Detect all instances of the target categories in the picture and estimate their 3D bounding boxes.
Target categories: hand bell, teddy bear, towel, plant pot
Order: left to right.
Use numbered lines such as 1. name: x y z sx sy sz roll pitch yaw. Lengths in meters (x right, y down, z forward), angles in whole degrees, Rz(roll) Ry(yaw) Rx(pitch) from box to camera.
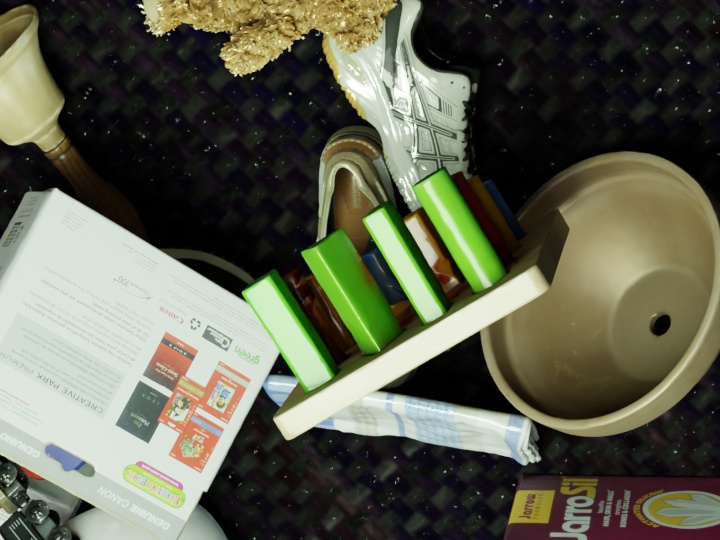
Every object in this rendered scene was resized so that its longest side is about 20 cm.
1. hand bell: -0.216 -0.086 1.645 0.104 0.104 0.200 -30 115 19
2. teddy bear: -0.061 -0.202 1.551 0.199 0.146 0.067 -9 154 17
3. towel: 0.033 0.109 1.636 0.199 0.147 0.024 10 80 8
4. plant pot: 0.189 0.026 1.573 0.201 0.202 0.093 -39 141 21

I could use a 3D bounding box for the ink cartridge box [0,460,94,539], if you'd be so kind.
1. ink cartridge box: -0.314 0.216 1.765 0.144 0.084 0.201 26 113 -1

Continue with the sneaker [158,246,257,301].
1. sneaker: -0.168 0.026 1.644 0.199 0.090 0.070 18 139 -8

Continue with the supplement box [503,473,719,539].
1. supplement box: 0.209 0.220 1.647 0.199 0.131 0.104 0 109 10

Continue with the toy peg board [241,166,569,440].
1. toy peg board: 0.025 -0.001 1.496 0.199 0.199 0.098 -30 96 14

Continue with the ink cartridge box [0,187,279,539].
1. ink cartridge box: -0.180 0.068 1.558 0.199 0.084 0.176 32 78 -20

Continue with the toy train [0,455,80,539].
1. toy train: -0.277 0.152 1.649 0.046 0.034 0.200 -43 63 -6

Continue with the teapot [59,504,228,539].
1. teapot: -0.164 0.275 1.690 0.199 0.146 0.198 -24 149 -15

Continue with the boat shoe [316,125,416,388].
1. boat shoe: 0.000 0.000 1.633 0.074 0.068 0.201 -7 109 13

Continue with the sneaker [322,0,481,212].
1. sneaker: 0.056 -0.104 1.580 0.087 0.076 0.201 -28 105 16

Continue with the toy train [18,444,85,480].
1. toy train: -0.260 0.055 1.683 0.085 0.116 0.200 -41 94 12
